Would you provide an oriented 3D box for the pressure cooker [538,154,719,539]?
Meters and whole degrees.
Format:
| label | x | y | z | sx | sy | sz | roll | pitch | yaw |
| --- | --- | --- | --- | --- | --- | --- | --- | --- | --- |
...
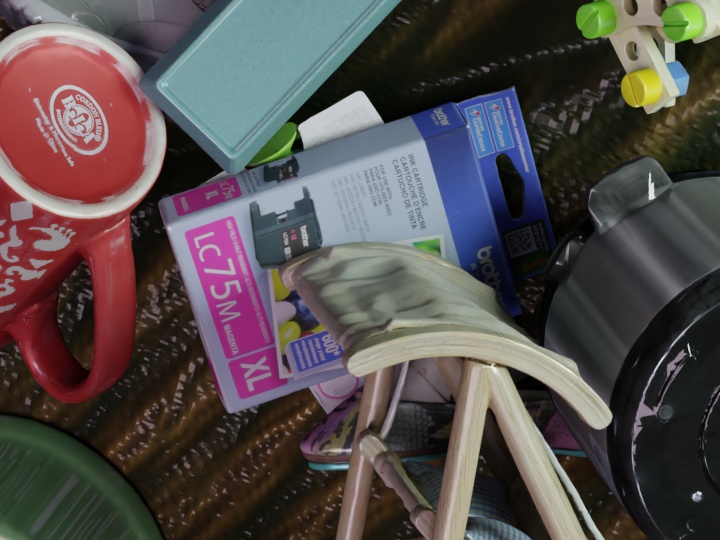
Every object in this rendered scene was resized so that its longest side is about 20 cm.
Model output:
| label | x | y | z | sx | sy | sz | roll | pitch | yaw |
| --- | --- | --- | --- | --- | --- | --- | --- | --- | --- |
| pressure cooker | 0.181 | 0.041 | 1.391 | 0.178 | 0.200 | 0.176 | 10 | 106 | -16 |

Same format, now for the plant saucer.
| label | x | y | z | sx | sy | sz | roll | pitch | yaw |
| --- | --- | --- | --- | --- | --- | --- | --- | --- | --- |
| plant saucer | -0.021 | -0.143 | 1.411 | 0.070 | 0.019 | 0.200 | 44 | 90 | -6 |

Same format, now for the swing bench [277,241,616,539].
| label | x | y | z | sx | sy | sz | roll | pitch | yaw |
| --- | --- | --- | --- | --- | --- | --- | --- | --- | --- |
| swing bench | 0.048 | 0.094 | 1.363 | 0.129 | 0.199 | 0.200 | -10 | 105 | -8 |

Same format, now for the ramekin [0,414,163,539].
| label | x | y | z | sx | sy | sz | roll | pitch | yaw |
| --- | --- | --- | --- | --- | --- | --- | --- | --- | --- |
| ramekin | -0.224 | 0.197 | 1.675 | 0.200 | 0.098 | 0.200 | 9 | 119 | 16 |

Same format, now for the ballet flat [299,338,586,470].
| label | x | y | z | sx | sy | sz | roll | pitch | yaw |
| --- | --- | --- | --- | --- | --- | --- | --- | --- | --- |
| ballet flat | 0.066 | 0.069 | 1.498 | 0.199 | 0.069 | 0.071 | -1 | 101 | -8 |

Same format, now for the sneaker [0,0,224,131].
| label | x | y | z | sx | sy | sz | roll | pitch | yaw |
| --- | --- | --- | --- | --- | --- | --- | --- | --- | --- |
| sneaker | -0.118 | -0.135 | 1.491 | 0.200 | 0.082 | 0.075 | 27 | 163 | 20 |

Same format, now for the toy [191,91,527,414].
| label | x | y | z | sx | sy | sz | roll | pitch | yaw |
| --- | --- | --- | --- | --- | --- | --- | --- | --- | --- |
| toy | 0.000 | 0.000 | 1.511 | 0.115 | 0.047 | 0.200 | -30 | 119 | 8 |

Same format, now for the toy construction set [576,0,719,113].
| label | x | y | z | sx | sy | sz | roll | pitch | yaw |
| --- | --- | --- | --- | --- | --- | --- | --- | --- | --- |
| toy construction set | 0.138 | -0.182 | 1.357 | 0.131 | 0.092 | 0.200 | -20 | 101 | 54 |

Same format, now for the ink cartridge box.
| label | x | y | z | sx | sy | sz | roll | pitch | yaw |
| --- | --- | --- | --- | --- | --- | --- | --- | --- | --- |
| ink cartridge box | 0.005 | -0.011 | 1.457 | 0.200 | 0.042 | 0.120 | -20 | 117 | -6 |

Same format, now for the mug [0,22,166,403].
| label | x | y | z | sx | sy | sz | roll | pitch | yaw |
| --- | --- | --- | --- | --- | --- | --- | --- | --- | --- |
| mug | -0.174 | -0.035 | 1.482 | 0.177 | 0.134 | 0.200 | 32 | 148 | -15 |
